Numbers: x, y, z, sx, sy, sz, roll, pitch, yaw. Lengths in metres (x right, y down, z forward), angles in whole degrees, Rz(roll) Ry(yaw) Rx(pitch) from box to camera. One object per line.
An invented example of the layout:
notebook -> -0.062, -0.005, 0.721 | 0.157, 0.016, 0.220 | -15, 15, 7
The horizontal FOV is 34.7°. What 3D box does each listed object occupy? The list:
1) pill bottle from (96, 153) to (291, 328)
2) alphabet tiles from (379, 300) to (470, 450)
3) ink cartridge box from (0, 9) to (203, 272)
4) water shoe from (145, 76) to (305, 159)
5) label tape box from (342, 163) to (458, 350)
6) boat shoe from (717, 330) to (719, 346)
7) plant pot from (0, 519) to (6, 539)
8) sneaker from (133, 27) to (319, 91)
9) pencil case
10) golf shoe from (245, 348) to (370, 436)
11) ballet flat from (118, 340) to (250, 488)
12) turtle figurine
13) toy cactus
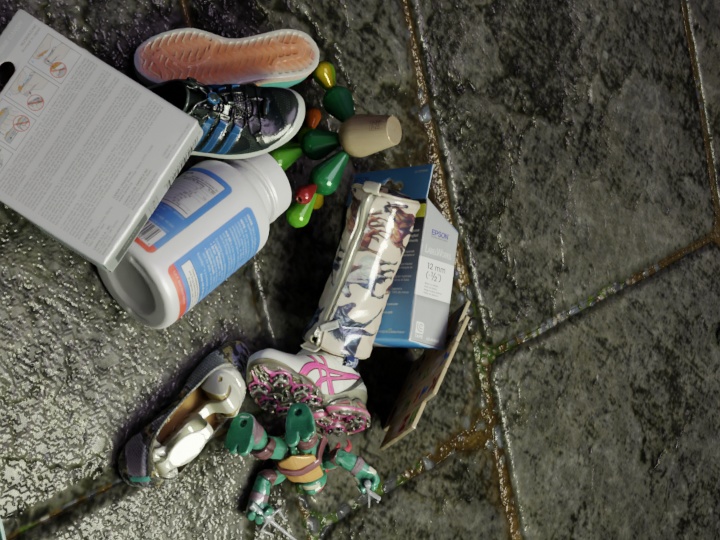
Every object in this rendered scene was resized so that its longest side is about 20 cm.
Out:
pill bottle -> -0.163, -0.041, 1.169 | 0.200, 0.112, 0.113 | -41, 115, -35
alphabet tiles -> 0.074, 0.124, 1.345 | 0.006, 0.200, 0.168 | 28, 66, -4
ink cartridge box -> -0.271, -0.119, 1.066 | 0.199, 0.057, 0.164 | 31, 78, 5
water shoe -> -0.152, -0.152, 1.139 | 0.197, 0.079, 0.072 | -8, 76, -3
label tape box -> 0.041, -0.013, 1.337 | 0.066, 0.142, 0.203 | 18, 77, -40
boat shoe -> 0.679, 0.104, 1.994 | 0.198, 0.072, 0.068 | -2, 54, -36
plant pot -> -0.398, 0.247, 0.909 | 0.200, 0.133, 0.203 | -7, 98, -63
sneaker -> -0.146, -0.209, 1.224 | 0.198, 0.080, 0.072 | -5, 76, -22
pencil case -> 0.000, 0.000, 1.254 | 0.089, 0.077, 0.202 | -8, 119, -66
golf shoe -> -0.063, 0.119, 1.287 | 0.200, 0.072, 0.093 | 34, 40, -51
ballet flat -> -0.163, 0.151, 1.194 | 0.200, 0.072, 0.072 | -48, 119, -33
turtle figurine -> -0.067, 0.217, 1.261 | 0.148, 0.101, 0.201 | -27, 140, 1
toy cactus -> -0.035, -0.150, 1.257 | 0.102, 0.163, 0.202 | 46, 50, -43
